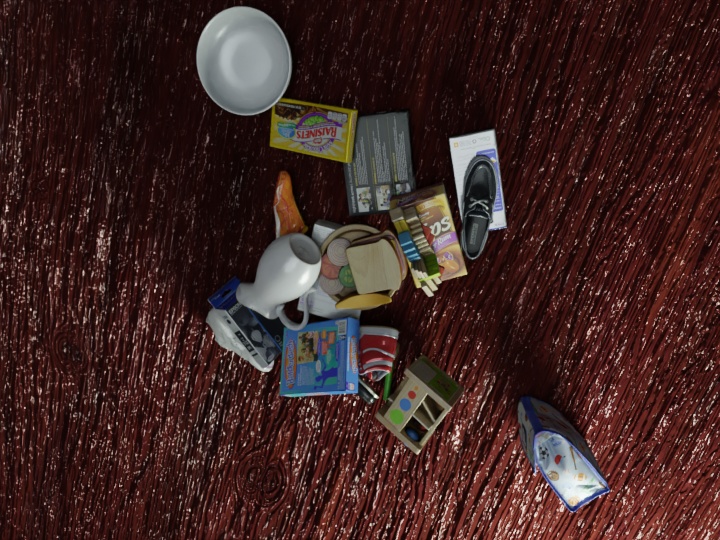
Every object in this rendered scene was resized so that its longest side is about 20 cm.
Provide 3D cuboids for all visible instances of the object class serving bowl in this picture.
[{"bbox_3d":[-0.227,-0.421,1.177,0.195,0.066,0.205,2,105,9],"label":"serving bowl"}]

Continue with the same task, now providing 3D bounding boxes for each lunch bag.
[{"bbox_3d":[0.422,0.386,1.270,0.123,0.170,0.201,-37,100,12],"label":"lunch bag"}]

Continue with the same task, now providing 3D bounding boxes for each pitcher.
[{"bbox_3d":[-0.149,0.030,1.230,0.170,0.122,0.200,37,125,-12],"label":"pitcher"}]

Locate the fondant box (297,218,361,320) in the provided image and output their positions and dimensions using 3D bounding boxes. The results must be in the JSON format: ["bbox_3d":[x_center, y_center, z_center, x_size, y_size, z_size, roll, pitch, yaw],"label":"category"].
[{"bbox_3d":[-0.050,0.005,1.283,0.141,0.058,0.204,15,109,4],"label":"fondant box"}]

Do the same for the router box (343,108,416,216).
[{"bbox_3d":[0.038,-0.222,1.204,0.145,0.051,0.205,-4,108,9],"label":"router box"}]

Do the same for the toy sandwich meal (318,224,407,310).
[{"bbox_3d":[0.000,0.000,1.205,0.200,0.070,0.210,3,108,8],"label":"toy sandwich meal"}]

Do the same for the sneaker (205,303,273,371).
[{"bbox_3d":[-0.282,0.160,1.366,0.099,0.075,0.201,-33,100,36],"label":"sneaker"}]

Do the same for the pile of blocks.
[{"bbox_3d":[0.123,-0.040,1.141,0.061,0.083,0.202,-20,121,17],"label":"pile of blocks"}]

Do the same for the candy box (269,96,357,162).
[{"bbox_3d":[-0.099,-0.289,1.185,0.196,0.026,0.105,16,112,26],"label":"candy box"}]

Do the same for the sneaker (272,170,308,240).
[{"bbox_3d":[-0.152,-0.118,1.263,0.075,0.073,0.204,-2,115,-3],"label":"sneaker"}]

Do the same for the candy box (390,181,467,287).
[{"bbox_3d":[0.142,-0.070,1.204,0.114,0.057,0.203,-15,121,12],"label":"candy box"}]

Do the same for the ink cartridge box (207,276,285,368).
[{"bbox_3d":[-0.247,0.112,1.320,0.201,0.100,0.039,52,139,-9],"label":"ink cartridge box"}]

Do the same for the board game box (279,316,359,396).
[{"bbox_3d":[-0.091,0.192,1.266,0.197,0.045,0.156,-11,69,37],"label":"board game box"}]

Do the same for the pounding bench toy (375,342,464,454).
[{"bbox_3d":[0.101,0.278,1.303,0.199,0.124,0.157,39,110,14],"label":"pounding bench toy"}]

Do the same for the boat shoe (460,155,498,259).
[{"bbox_3d":[0.234,-0.124,1.162,0.070,0.068,0.205,9,107,5],"label":"boat shoe"}]

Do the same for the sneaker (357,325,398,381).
[{"bbox_3d":[-0.010,0.183,1.277,0.196,0.071,0.115,-5,68,35],"label":"sneaker"}]

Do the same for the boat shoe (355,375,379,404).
[{"bbox_3d":[-0.042,0.243,1.302,0.200,0.074,0.064,31,77,32],"label":"boat shoe"}]

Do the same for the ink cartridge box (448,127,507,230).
[{"bbox_3d":[0.242,-0.182,1.198,0.092,0.037,0.205,-9,102,10],"label":"ink cartridge box"}]
